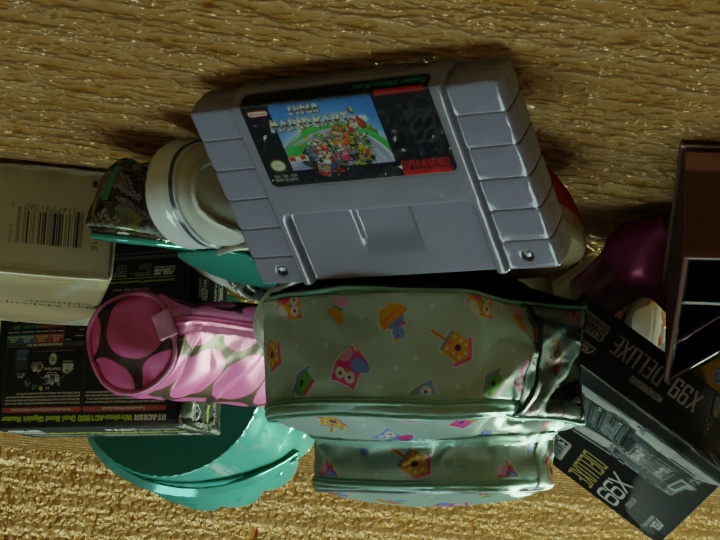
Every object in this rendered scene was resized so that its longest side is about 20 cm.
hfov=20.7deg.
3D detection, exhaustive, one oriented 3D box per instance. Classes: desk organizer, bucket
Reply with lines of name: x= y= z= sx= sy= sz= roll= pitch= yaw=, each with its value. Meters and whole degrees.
desk organizer: x=0.235 y=0.001 z=1.273 sx=0.071 sy=0.078 sz=0.200 roll=2 pitch=154 yaw=6
bucket: x=-0.149 y=0.110 z=1.764 sx=0.205 sy=0.209 sz=0.135 roll=0 pitch=164 yaw=17

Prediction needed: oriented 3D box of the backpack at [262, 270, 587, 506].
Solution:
backpack: x=0.033 y=0.070 z=1.234 sx=0.174 sy=0.155 sz=0.200 roll=-1 pitch=166 yaw=32

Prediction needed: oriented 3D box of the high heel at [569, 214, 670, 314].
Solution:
high heel: x=0.247 y=-0.006 z=1.445 sx=0.199 sy=0.068 sz=0.096 roll=8 pitch=143 yaw=-38

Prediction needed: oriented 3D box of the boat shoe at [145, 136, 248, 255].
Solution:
boat shoe: x=-0.053 y=-0.043 z=1.268 sx=0.085 sy=0.075 sz=0.202 roll=-3 pitch=170 yaw=29

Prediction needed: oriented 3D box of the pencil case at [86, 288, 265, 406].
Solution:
pencil case: x=-0.111 y=0.057 z=1.500 sx=0.093 sy=0.092 sz=0.199 roll=-15 pitch=169 yaw=35

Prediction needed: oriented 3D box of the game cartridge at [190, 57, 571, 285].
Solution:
game cartridge: x=0.009 y=-0.054 z=1.117 sx=0.198 sy=0.039 sz=0.130 roll=-4 pitch=129 yaw=30

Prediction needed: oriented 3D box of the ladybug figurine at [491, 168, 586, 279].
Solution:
ladybug figurine: x=0.061 y=-0.043 z=1.236 sx=0.199 sy=0.073 sz=0.135 roll=14 pitch=164 yaw=-41

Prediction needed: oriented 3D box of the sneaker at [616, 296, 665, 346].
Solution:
sneaker: x=0.240 y=0.062 z=1.703 sx=0.076 sy=0.079 sz=0.200 roll=6 pitch=170 yaw=13

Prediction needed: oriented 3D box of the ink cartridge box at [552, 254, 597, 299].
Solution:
ink cartridge box: x=0.120 y=0.082 z=1.611 sx=0.197 sy=0.044 sz=0.200 roll=-35 pitch=165 yaw=-7

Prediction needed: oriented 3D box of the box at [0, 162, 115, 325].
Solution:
box: x=-0.231 y=-0.016 z=1.440 sx=0.094 sy=0.079 sz=0.200 roll=4 pitch=168 yaw=-10

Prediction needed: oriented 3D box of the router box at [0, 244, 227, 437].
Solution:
router box: x=-0.205 y=0.059 z=1.621 sx=0.198 sy=0.151 sz=0.062 roll=-3 pitch=168 yaw=30

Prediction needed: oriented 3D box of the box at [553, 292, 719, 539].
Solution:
box: x=0.192 y=0.112 z=1.441 sx=0.157 sy=0.050 sz=0.200 roll=37 pitch=159 yaw=7

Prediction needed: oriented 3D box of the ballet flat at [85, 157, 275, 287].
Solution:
ballet flat: x=-0.108 y=-0.037 z=1.326 sx=0.071 sy=0.073 sz=0.200 roll=-3 pitch=168 yaw=29

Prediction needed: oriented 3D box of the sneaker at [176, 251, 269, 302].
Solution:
sneaker: x=-0.057 y=-0.006 z=1.508 sx=0.087 sy=0.075 sz=0.199 roll=16 pitch=176 yaw=39

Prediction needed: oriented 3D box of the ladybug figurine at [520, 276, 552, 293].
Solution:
ladybug figurine: x=0.044 y=0.035 z=1.463 sx=0.198 sy=0.072 sz=0.136 roll=-21 pitch=122 yaw=3

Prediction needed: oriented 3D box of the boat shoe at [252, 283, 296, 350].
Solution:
boat shoe: x=0.000 y=0.000 z=1.366 sx=0.199 sy=0.074 sz=0.065 roll=-32 pitch=165 yaw=19

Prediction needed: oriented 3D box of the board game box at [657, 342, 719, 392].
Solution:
board game box: x=0.297 y=0.058 z=1.501 sx=0.199 sy=0.041 sz=0.153 roll=-24 pitch=-176 yaw=-24
